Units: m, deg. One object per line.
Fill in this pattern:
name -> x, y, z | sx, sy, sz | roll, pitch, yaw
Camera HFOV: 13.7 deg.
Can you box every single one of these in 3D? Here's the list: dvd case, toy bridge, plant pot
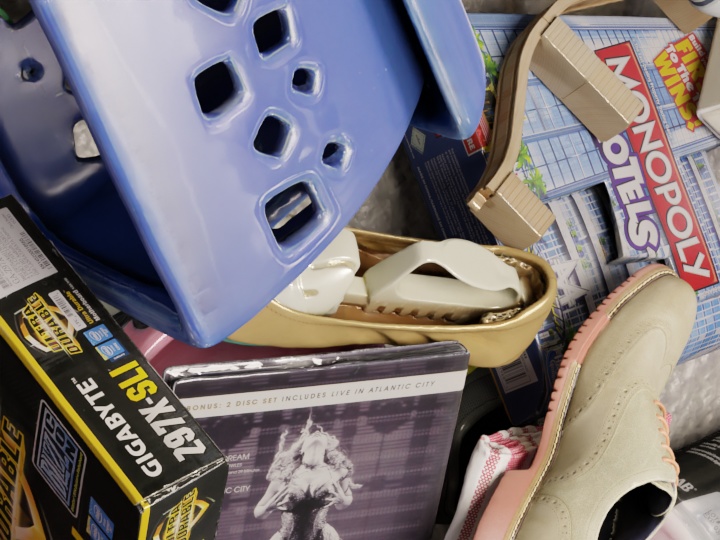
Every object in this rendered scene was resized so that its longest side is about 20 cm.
dvd case -> -0.034, 0.126, 1.382 | 0.148, 0.016, 0.200 | -5, 122, -27
toy bridge -> 0.104, -0.092, 1.446 | 0.067, 0.027, 0.200 | 46, 54, -8
plant pot -> -0.074, -0.111, 1.235 | 0.180, 0.200, 0.200 | -34, 118, -20

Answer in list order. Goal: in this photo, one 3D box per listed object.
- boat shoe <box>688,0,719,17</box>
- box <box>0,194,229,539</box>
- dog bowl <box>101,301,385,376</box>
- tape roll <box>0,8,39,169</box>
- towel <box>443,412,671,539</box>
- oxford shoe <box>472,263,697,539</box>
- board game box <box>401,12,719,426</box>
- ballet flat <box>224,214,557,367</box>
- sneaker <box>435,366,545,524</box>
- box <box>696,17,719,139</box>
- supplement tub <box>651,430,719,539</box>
boat shoe -> 0.147, -0.220, 1.467 | 0.091, 0.071, 0.201 | 16, 58, -30
box -> -0.128, 0.089, 1.287 | 0.049, 0.160, 0.200 | -29, 153, -28
dog bowl -> -0.065, 0.081, 1.423 | 0.200, 0.074, 0.201 | -7, 104, -28
tape roll -> -0.227, -0.041, 1.306 | 0.200, 0.048, 0.201 | -10, 108, -32
towel -> 0.080, 0.138, 1.481 | 0.200, 0.030, 0.147 | -7, 120, -59
oxford shoe -> 0.122, 0.085, 1.396 | 0.200, 0.074, 0.071 | -62, 146, -25
board game box -> 0.128, -0.048, 1.502 | 0.200, 0.062, 0.200 | -19, 86, -36
ballet flat -> 0.000, 0.000, 1.367 | 0.200, 0.063, 0.069 | 6, 58, -29
sneaker -> 0.084, 0.055, 1.521 | 0.200, 0.085, 0.074 | -52, 125, -12
box -> 0.243, -0.142, 1.533 | 0.095, 0.078, 0.200 | 39, 53, -36
supplement tub -> 0.233, 0.135, 1.621 | 0.200, 0.122, 0.123 | -21, 113, -28
